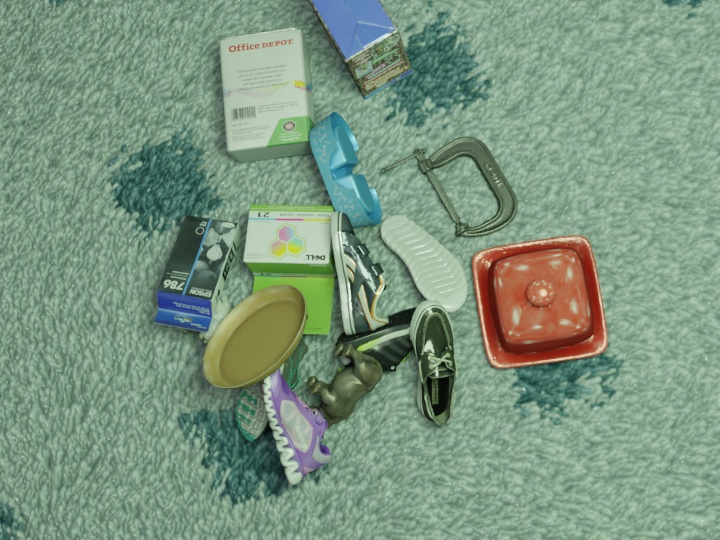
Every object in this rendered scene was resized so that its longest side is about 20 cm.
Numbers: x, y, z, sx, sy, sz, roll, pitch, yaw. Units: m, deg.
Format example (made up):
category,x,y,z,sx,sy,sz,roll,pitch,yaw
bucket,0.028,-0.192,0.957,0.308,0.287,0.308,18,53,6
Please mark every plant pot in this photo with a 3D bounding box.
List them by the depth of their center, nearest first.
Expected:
category,x,y,z,sx,sy,sz,roll,pitch,yaw
plant pot,-0.160,0.108,1.571,0.200,0.027,0.200,-27,36,21

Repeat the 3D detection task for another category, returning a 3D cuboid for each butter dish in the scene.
category,x,y,z,sx,sy,sz,roll,pitch,yaw
butter dish,0.282,0.042,1.573,0.199,0.148,0.201,-9,80,6

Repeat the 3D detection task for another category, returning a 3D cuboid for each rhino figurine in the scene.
category,x,y,z,sx,sy,sz,roll,pitch,yaw
rhino figurine,-0.043,0.202,1.616,0.087,0.060,0.200,33,113,-19

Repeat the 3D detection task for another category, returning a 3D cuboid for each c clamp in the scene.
category,x,y,z,sx,sy,sz,roll,pitch,yaw
c clamp,0.160,-0.135,1.682,0.171,0.027,0.200,-34,77,-3

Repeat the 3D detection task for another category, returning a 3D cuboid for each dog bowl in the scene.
category,x,y,z,sx,sy,sz,roll,pitch,yaw
dog bowl,-0.027,-0.161,1.665,0.049,0.111,0.200,-22,87,18

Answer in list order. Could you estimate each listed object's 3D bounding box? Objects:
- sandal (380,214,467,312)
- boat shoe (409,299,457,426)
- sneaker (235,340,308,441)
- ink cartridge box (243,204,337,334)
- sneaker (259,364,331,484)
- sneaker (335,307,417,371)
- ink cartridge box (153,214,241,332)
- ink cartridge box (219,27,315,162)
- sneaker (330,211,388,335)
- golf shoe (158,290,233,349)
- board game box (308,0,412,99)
category,x,y,z,sx,sy,sz,roll,pitch,yaw
sandal,0.109,-0.011,1.660,0.082,0.050,0.203,-30,65,-11
boat shoe,0.123,0.147,1.588,0.070,0.064,0.201,-9,106,-13
sneaker,-0.140,0.193,1.653,0.078,0.091,0.200,36,113,40
ink cartridge box,-0.115,-0.002,1.656,0.147,0.076,0.201,1,69,9
sneaker,-0.100,0.232,1.573,0.088,0.080,0.201,-18,104,-3
sneaker,0.056,0.121,1.649,0.199,0.072,0.083,-16,109,5
ink cartridge box,-0.274,0.002,1.681,0.099,0.039,0.200,9,61,9
ink cartridge box,-0.156,-0.298,1.719,0.144,0.084,0.201,-6,81,7
sneaker,0.000,0.000,1.616,0.079,0.078,0.201,-8,95,5
golf shoe,-0.238,0.082,1.685,0.200,0.078,0.097,28,81,10
board game box,-0.004,-0.398,1.652,0.097,0.200,0.160,-30,78,4
